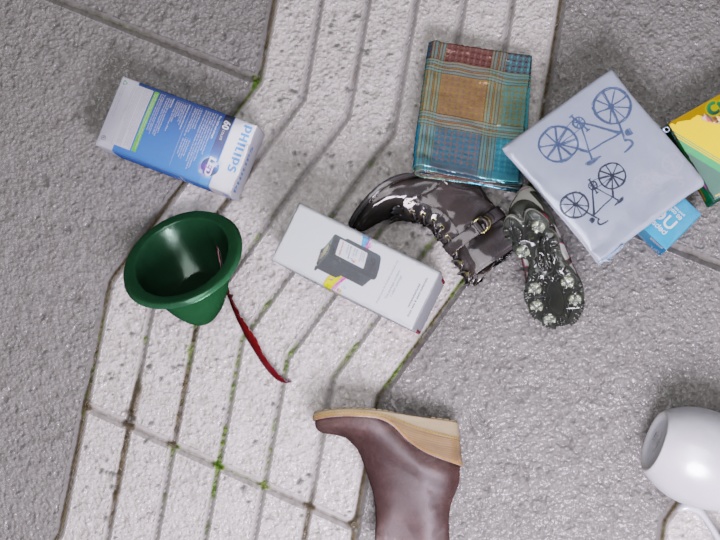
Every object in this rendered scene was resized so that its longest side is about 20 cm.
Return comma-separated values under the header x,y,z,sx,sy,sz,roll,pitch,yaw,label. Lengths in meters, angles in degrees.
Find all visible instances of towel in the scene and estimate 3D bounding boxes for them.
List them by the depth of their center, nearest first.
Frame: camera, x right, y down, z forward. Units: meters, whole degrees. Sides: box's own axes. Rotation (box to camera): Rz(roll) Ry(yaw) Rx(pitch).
x,y,z,sx,sy,sz,roll,pitch,yaw,label
0.149,-0.206,1.721,0.147,0.022,0.200,8,69,-2,towel

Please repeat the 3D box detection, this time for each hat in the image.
x,y,z,sx,sy,sz,roll,pitch,yaw,label
-0.208,0.047,1.759,0.166,0.176,0.200,-17,44,5,hat

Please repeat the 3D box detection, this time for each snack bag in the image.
x,y,z,sx,sy,sz,roll,pitch,yaw,label
0.311,-0.133,1.655,0.189,0.021,0.200,-37,79,-12,snack bag

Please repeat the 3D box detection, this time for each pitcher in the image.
x,y,z,sx,sy,sz,roll,pitch,yaw,label
0.447,0.268,1.629,0.200,0.121,0.172,21,101,-4,pitcher

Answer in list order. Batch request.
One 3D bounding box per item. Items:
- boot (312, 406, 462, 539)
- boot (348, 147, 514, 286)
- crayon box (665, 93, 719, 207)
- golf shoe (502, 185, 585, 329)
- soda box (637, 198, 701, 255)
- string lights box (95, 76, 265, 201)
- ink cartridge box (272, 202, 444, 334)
x,y,z,sx,sy,sz,roll,pitch,yaw,label
0.028,0.263,1.681,0.200,0.072,0.167,7,82,3,boot
0.104,-0.054,1.715,0.200,0.069,0.174,-31,81,-1,boot
0.509,-0.183,1.697,0.200,0.058,0.119,-30,82,1,crayon box
0.240,-0.015,1.671,0.077,0.088,0.200,-10,125,17,golf shoe
0.344,-0.115,1.702,0.068,0.064,0.200,-45,82,-1,soda box
-0.242,-0.177,1.767,0.200,0.059,0.103,21,86,8,string lights box
0.000,0.000,1.680,0.200,0.146,0.083,26,88,8,ink cartridge box
